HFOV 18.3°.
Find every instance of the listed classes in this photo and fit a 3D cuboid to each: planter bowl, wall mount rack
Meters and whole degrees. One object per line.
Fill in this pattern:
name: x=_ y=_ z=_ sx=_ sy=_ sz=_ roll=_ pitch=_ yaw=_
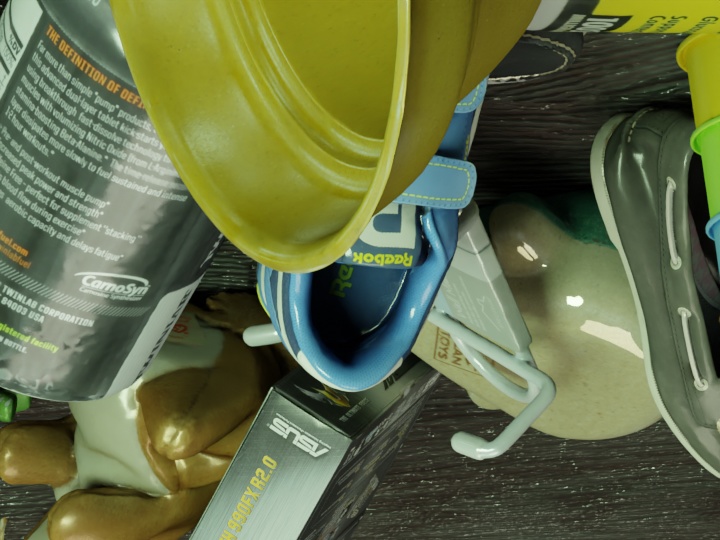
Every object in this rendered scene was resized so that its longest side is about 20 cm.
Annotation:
planter bowl: x=-0.002 y=-0.106 z=0.611 sx=0.083 sy=0.201 sz=0.200 roll=-13 pitch=166 yaw=-25
wall mount rack: x=0.000 y=0.000 z=1.009 sx=0.173 sy=0.075 sz=0.200 roll=28 pitch=153 yaw=45

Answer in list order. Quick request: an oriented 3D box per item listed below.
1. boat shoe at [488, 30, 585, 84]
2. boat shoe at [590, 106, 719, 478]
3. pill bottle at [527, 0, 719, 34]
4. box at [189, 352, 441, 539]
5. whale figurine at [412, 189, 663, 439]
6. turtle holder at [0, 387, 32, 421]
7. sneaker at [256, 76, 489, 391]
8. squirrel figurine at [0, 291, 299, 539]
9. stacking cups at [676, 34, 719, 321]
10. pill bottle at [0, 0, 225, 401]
boat shoe: x=-0.007 y=-0.075 z=0.872 sx=0.199 sy=0.063 sz=0.073 roll=-2 pitch=161 yaw=-9
boat shoe: x=0.163 y=0.018 z=1.022 sx=0.057 sy=0.201 sz=0.067 roll=3 pitch=-145 yaw=49
pill bottle: x=0.132 y=-0.127 z=0.677 sx=0.199 sy=0.113 sz=0.112 roll=0 pitch=161 yaw=-13
box: x=-0.029 y=0.112 z=1.152 sx=0.048 sy=0.159 sz=0.200 roll=32 pitch=-161 yaw=9
whale figurine: x=0.075 y=0.005 z=1.111 sx=0.199 sy=0.104 sz=0.159 roll=15 pitch=144 yaw=10
turtle holder: x=-0.259 y=0.099 z=1.250 sx=0.131 sy=0.142 sz=0.186 roll=11 pitch=-160 yaw=-3
sneaker: x=0.011 y=-0.047 z=0.804 sx=0.074 sy=0.082 sz=0.201 roll=6 pitch=116 yaw=-8
squirrel figurine: x=-0.106 y=0.109 z=1.192 sx=0.141 sy=0.187 sz=0.200 roll=29 pitch=-153 yaw=27
stacking cups: x=0.170 y=-0.004 z=0.915 sx=0.060 sy=0.201 sz=0.061 roll=-4 pitch=159 yaw=-1
pill bottle: x=-0.079 y=-0.058 z=0.768 sx=0.106 sy=0.106 sz=0.200 roll=8 pitch=131 yaw=-34
